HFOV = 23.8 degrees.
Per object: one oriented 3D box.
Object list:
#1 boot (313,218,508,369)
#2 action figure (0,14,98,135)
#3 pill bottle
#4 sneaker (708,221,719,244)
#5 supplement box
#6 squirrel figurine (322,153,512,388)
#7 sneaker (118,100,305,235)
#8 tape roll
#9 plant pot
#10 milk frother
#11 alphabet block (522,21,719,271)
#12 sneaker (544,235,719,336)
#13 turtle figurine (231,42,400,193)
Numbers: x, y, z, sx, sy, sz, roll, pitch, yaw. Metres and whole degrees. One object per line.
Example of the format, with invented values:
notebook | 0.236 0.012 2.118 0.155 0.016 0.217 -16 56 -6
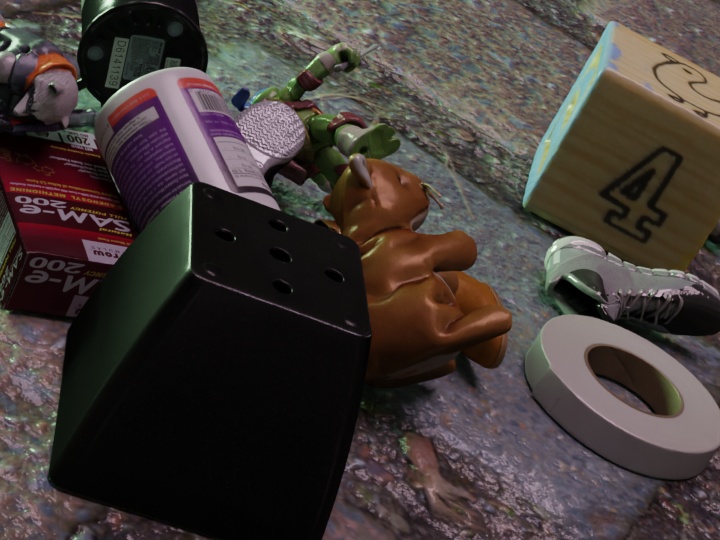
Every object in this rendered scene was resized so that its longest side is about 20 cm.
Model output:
boot | 0.037 0.020 1.549 0.144 0.071 0.201 6 28 -28
action figure | -0.308 -0.167 1.373 0.193 0.105 0.200 30 25 28
pill bottle | -0.130 -0.055 1.380 0.111 0.111 0.200 -1 55 -45
sneaker | 0.494 -0.056 2.122 0.095 0.079 0.200 50 33 15
supplement box | -0.250 -0.044 1.380 0.109 0.061 0.200 9 33 -32
squirrel figurine | 0.000 0.000 1.420 0.199 0.142 0.187 -13 76 -17
sneaker | -0.140 -0.069 1.521 0.200 0.114 0.076 -34 80 -23
tape roll | 0.249 0.117 1.606 0.202 0.037 0.203 23 27 -12
plant pot | -0.091 0.059 1.223 0.199 0.178 0.200 21 28 -16
milk frother | -0.256 -0.235 1.581 0.200 0.181 0.188 23 30 -25
alphabet block | 0.322 -0.135 1.947 0.200 0.197 0.195 27 28 -2
sneaker | 0.276 0.042 1.740 0.199 0.075 0.116 19 31 4
turtle figurine | -0.007 -0.135 1.635 0.200 0.144 0.194 17 19 -38
